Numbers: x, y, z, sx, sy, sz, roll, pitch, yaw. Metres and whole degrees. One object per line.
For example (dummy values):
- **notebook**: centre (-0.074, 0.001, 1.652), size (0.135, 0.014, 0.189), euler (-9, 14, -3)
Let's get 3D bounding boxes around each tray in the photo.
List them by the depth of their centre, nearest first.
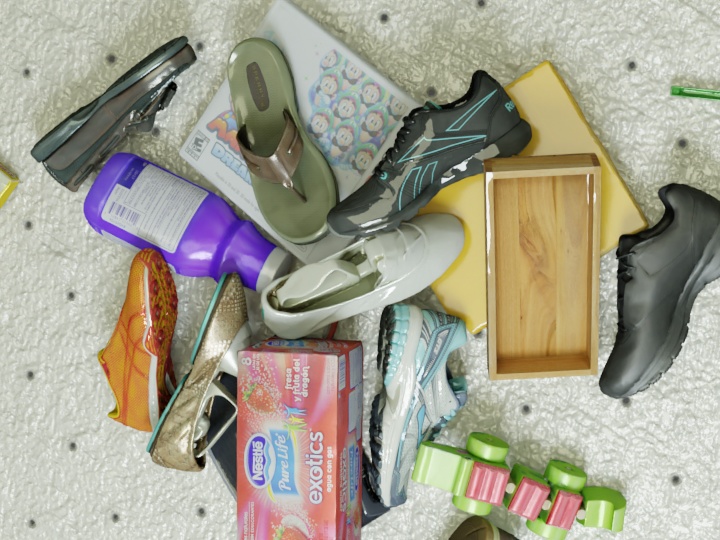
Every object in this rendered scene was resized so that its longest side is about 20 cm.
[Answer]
- **tray**: centre (0.159, -0.002, 1.310), size (0.098, 0.037, 0.202), euler (-3, 115, 1)

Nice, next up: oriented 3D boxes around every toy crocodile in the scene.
- **toy crocodile**: centre (0.143, 0.198, 1.347), size (0.198, 0.062, 0.068), euler (19, 98, -8)

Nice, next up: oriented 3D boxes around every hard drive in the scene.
- **hard drive**: centre (-0.075, 0.175, 1.425), size (0.134, 0.042, 0.201), euler (-33, 86, 14)

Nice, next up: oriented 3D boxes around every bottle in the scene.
- **bottle**: centre (-0.161, -0.038, 1.416), size (0.199, 0.065, 0.084), euler (25, 72, 10)

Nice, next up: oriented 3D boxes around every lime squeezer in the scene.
- **lime squeezer**: centre (0.366, -0.141, 1.281), size (0.199, 0.070, 0.038), euler (14, 117, 43)

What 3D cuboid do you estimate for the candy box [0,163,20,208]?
- **candy box**: centre (-0.438, -0.043, 1.512), size (0.102, 0.026, 0.201), euler (40, 102, 11)

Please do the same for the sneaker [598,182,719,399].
- **sneaker**: centre (0.252, 0.015, 1.305), size (0.090, 0.076, 0.201), euler (28, 92, -11)

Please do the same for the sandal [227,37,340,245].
- **sandal**: centre (-0.083, -0.116, 1.359), size (0.079, 0.057, 0.203), euler (-25, 81, 21)

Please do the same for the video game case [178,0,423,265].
- **video game case**: centre (-0.052, -0.124, 1.390), size (0.200, 0.024, 0.183), euler (40, 105, 19)

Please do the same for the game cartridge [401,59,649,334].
- **game cartridge**: centre (0.133, -0.063, 1.359), size (0.199, 0.032, 0.177), euler (-32, 84, 15)

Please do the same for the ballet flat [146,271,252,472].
- **ballet flat**: centre (-0.134, 0.099, 1.385), size (0.065, 0.071, 0.201), euler (25, 107, 4)

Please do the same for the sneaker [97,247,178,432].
- **sneaker**: centre (-0.215, 0.070, 1.411), size (0.076, 0.073, 0.202), euler (13, 119, 9)

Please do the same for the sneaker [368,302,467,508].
- **sneaker**: centre (0.056, 0.129, 1.365), size (0.085, 0.078, 0.202), euler (4, 113, -7)

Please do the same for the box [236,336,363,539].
- **box**: centre (-0.053, 0.165, 1.345), size (0.094, 0.103, 0.202), euler (2, 96, 14)

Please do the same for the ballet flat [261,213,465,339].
- **ballet flat**: centre (-0.001, 0.001, 1.330), size (0.199, 0.069, 0.070), euler (-25, 88, 6)

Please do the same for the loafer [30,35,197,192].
- **loafer**: centre (-0.227, -0.149, 1.438), size (0.199, 0.072, 0.063), euler (-32, 106, 21)

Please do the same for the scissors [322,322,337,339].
- **scissors**: centre (0.000, 0.000, 1.408), size (0.200, 0.014, 0.073), euler (-38, 84, 14)

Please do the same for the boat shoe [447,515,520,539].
- **boat shoe**: centre (0.081, 0.316, 1.381), size (0.064, 0.073, 0.201), euler (25, 116, -22)

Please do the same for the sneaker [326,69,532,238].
- **sneaker**: centre (0.050, -0.100, 1.311), size (0.199, 0.075, 0.080), euler (-32, 107, -3)
